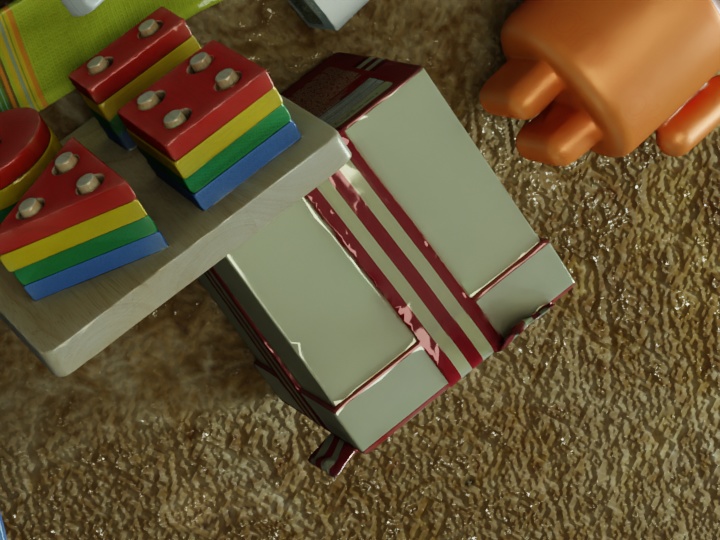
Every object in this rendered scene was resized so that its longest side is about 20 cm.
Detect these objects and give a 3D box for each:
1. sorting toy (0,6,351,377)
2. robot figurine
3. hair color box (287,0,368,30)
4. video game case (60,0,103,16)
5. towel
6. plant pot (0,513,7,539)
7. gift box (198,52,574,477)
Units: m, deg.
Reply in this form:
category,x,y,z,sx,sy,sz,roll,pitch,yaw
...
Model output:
category,x,y,z,sx,sy,sz,roll,pitch,yaw
sorting toy,-0.139,-0.058,1.321,0.199,0.200,0.070,-38,122,-11
robot figurine,0.168,-0.149,1.467,0.200,0.117,0.144,-43,69,-9
hair color box,0.018,-0.248,1.429,0.200,0.061,0.099,-44,109,-9
video game case,-0.143,-0.265,1.275,0.182,0.022,0.200,53,54,-18
towel,-0.170,-0.137,1.377,0.200,0.018,0.086,-33,147,-12
plant pot,-0.294,0.127,1.308,0.180,0.200,0.200,-15,102,-9
gift box,0.000,0.000,1.390,0.185,0.200,0.187,-37,109,-5
